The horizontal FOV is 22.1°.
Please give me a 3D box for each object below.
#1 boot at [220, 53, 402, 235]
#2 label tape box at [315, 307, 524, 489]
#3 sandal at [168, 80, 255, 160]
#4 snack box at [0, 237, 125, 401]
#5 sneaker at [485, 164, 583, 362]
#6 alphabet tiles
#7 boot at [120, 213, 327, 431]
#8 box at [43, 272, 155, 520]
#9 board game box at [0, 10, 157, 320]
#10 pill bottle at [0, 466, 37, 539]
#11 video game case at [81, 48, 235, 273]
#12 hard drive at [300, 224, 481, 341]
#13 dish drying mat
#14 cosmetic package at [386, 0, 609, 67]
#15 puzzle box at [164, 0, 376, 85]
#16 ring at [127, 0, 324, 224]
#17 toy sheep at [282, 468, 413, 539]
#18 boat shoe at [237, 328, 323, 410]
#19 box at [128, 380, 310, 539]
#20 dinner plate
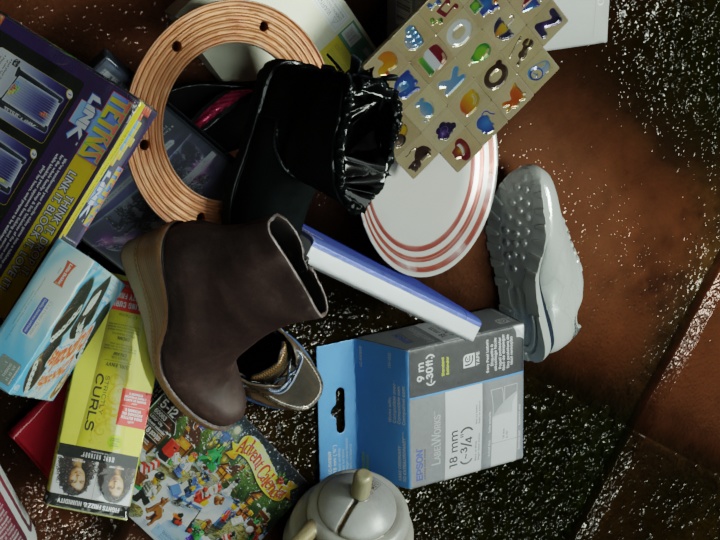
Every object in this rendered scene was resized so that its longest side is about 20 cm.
[{"bbox_3d":[-0.037,-0.077,1.473,0.073,0.162,0.200,6,98,-33],"label":"boot"},{"bbox_3d":[0.060,0.129,1.769,0.198,0.063,0.146,-12,111,-27],"label":"label tape box"},{"bbox_3d":[-0.104,-0.126,1.571,0.198,0.045,0.076,-13,123,-7],"label":"sandal"},{"bbox_3d":[-0.239,0.042,1.440,0.037,0.200,0.117,32,85,2],"label":"snack box"},{"bbox_3d":[0.176,-0.014,1.794,0.080,0.076,0.202,-24,122,-34],"label":"sneaker"},{"bbox_3d":[0.090,-0.179,1.623,0.200,0.006,0.166,-45,133,2],"label":"alphabet tiles"},{"bbox_3d":[-0.098,0.047,1.502,0.072,0.165,0.201,-53,128,-45],"label":"boot"},{"bbox_3d":[-0.214,0.106,1.565,0.075,0.050,0.202,13,83,-12],"label":"box"},{"bbox_3d":[-0.281,-0.085,1.443,0.165,0.057,0.201,32,89,8],"label":"board game box"},{"bbox_3d":[-0.336,0.210,1.534,0.109,0.109,0.201,-32,120,-17],"label":"pill bottle"},{"bbox_3d":[-0.192,-0.078,1.543,0.143,0.019,0.200,-39,126,16],"label":"video game case"},{"bbox_3d":[0.000,0.000,1.648,0.199,0.132,0.026,26,94,-34],"label":"hard drive"},{"bbox_3d":[-0.216,0.097,1.622,0.200,0.018,0.077,-43,127,-13],"label":"dish drying mat"},{"bbox_3d":[0.126,-0.253,1.665,0.198,0.090,0.108,-11,115,-23],"label":"cosmetic package"},{"bbox_3d":[-0.065,-0.193,1.609,0.133,0.025,0.200,-44,123,-11],"label":"puzzle box"},{"bbox_3d":[-0.109,-0.123,1.525,0.199,0.019,0.203,-8,105,-32],"label":"ring"},{"bbox_3d":[-0.012,0.255,1.721,0.137,0.138,0.201,-14,145,-26],"label":"toy sheep"},{"bbox_3d":[-0.092,0.079,1.647,0.200,0.072,0.073,37,82,-43],"label":"boat shoe"},{"bbox_3d":[-0.151,0.183,1.668,0.137,0.038,0.200,-47,128,-9],"label":"box"},{"bbox_3d":[0.057,-0.095,1.690,0.199,0.024,0.202,-7,99,-47],"label":"dinner plate"}]
